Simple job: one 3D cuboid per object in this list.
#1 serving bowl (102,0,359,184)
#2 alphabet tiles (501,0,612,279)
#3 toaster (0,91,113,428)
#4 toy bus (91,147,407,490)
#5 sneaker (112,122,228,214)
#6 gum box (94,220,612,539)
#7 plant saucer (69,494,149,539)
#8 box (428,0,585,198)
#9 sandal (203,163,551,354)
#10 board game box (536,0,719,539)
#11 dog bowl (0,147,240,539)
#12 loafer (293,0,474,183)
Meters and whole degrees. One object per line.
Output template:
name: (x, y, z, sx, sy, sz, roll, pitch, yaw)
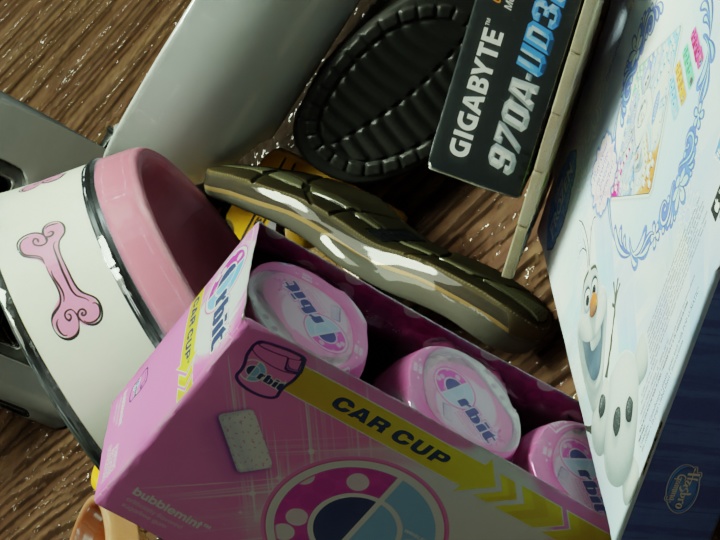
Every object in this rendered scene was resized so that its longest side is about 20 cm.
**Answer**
serving bowl: (-0.049, -0.119, 1.259, 0.200, 0.066, 0.200, -57, 3, 5)
alphabet tiles: (0.108, -0.118, 1.093, 0.168, 0.008, 0.200, 103, -171, -47)
toaster: (-0.226, -0.021, 1.478, 0.119, 0.180, 0.201, 25, 89, 57)
toy bus: (-0.058, 0.041, 1.279, 0.201, 0.065, 0.078, -62, 32, 1)
sneaker: (-0.122, -0.011, 1.367, 0.200, 0.077, 0.112, -59, -8, -76)
gum box: (0.009, 0.082, 1.015, 0.114, 0.200, 0.066, -49, 21, 31)
plant saucer: (-0.129, 0.211, 1.232, 0.200, 0.032, 0.201, -171, 90, -77)
box: (0.091, -0.153, 1.082, 0.159, 0.046, 0.201, -62, -11, -54)
sandal: (0.000, 0.000, 1.169, 0.200, 0.082, 0.055, 29, 105, 29)
board game box: (0.126, -0.031, 0.981, 0.199, 0.043, 0.201, -100, 20, -51)
dog bowl: (-0.083, 0.032, 1.135, 0.074, 0.200, 0.200, -32, 37, 8)
loafer: (0.047, -0.122, 1.237, 0.200, 0.073, 0.071, -43, 15, 1)
